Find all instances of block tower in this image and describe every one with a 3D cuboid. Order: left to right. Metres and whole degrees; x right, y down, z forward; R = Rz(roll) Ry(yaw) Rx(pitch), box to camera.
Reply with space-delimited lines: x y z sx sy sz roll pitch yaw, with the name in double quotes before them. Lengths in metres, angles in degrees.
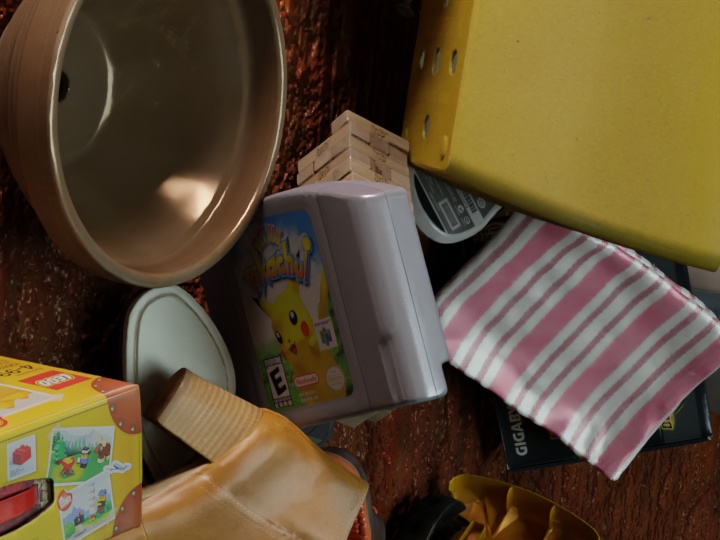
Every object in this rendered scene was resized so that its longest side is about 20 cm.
"block tower" 0.000 0.000 1.353 0.054 0.058 0.201 26 45 -33

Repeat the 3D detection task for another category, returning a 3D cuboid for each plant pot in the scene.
"plant pot" -0.132 -0.095 1.178 0.201 0.092 0.202 -17 111 -53
"plant pot" 0.130 -0.119 1.397 0.176 0.200 0.201 7 95 -13

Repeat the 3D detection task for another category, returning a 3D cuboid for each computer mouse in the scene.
"computer mouse" 0.083 -0.075 1.546 0.200 0.044 0.110 -30 96 -44

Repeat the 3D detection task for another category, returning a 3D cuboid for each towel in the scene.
"towel" 0.154 0.047 1.554 0.200 0.030 0.146 36 105 -20

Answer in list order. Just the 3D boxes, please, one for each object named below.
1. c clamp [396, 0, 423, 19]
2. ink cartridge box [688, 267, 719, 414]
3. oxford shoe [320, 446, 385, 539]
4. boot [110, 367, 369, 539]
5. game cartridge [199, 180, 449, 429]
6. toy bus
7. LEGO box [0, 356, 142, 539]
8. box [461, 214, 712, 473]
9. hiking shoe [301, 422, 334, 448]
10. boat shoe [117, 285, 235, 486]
"c clamp" 0.056 -0.261 1.463 0.171 0.027 0.201 36 70 -34
"ink cartridge box" 0.268 0.012 1.714 0.145 0.199 0.145 -54 138 -35
"oxford shoe" -0.019 0.167 1.412 0.200 0.071 0.073 96 18 -49
"boot" -0.095 0.169 1.226 0.144 0.071 0.202 37 85 -16
"game cartridge" -0.028 0.021 1.239 0.040 0.200 0.134 -9 85 -33
"toy bus" 0.075 0.279 1.566 0.200 0.135 0.193 -50 151 -36
"LEGO box" -0.223 0.101 1.032 0.200 0.148 0.078 -19 113 -54
"box" 0.168 0.046 1.609 0.046 0.158 0.201 -89 168 -59
"hiking shoe" -0.019 0.039 1.396 0.200 0.075 0.101 -46 136 -41
"boat shoe" -0.103 0.096 1.285 0.075 0.062 0.201 -30 116 -21
